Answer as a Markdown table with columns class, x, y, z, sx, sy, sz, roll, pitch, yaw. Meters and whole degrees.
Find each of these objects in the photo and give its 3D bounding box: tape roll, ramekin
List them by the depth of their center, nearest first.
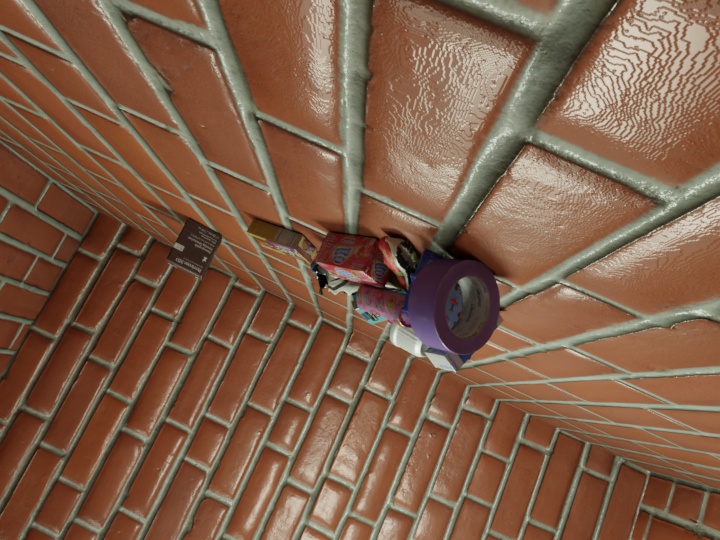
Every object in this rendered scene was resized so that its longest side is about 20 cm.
| class | x | y | z | sx | sy | sz | roll | pitch | yaw |
| --- | --- | --- | --- | --- | --- | --- | --- | --- | --- |
| tape roll | 0.204 | 0.075 | 1.138 | 0.199 | 0.202 | 0.085 | 33 | 164 | -32 |
| ramekin | 0.178 | 0.144 | 1.430 | 0.094 | 0.203 | 0.202 | 36 | 175 | 31 |

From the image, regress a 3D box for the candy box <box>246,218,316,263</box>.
| class | x | y | z | sx | sy | sz | roll | pitch | yaw |
| --- | --- | --- | --- | --- | --- | --- | --- | --- | --- |
| candy box | -0.250 | -0.094 | 1.678 | 0.198 | 0.057 | 0.117 | 21 | 167 | 25 |

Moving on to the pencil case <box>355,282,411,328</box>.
| class | x | y | z | sx | sy | sz | roll | pitch | yaw |
| --- | --- | --- | --- | --- | --- | --- | --- | --- | --- |
| pencil case | 0.070 | 0.084 | 1.344 | 0.087 | 0.088 | 0.199 | 34 | 170 | -35 |

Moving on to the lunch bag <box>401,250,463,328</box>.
| class | x | y | z | sx | sy | sz | roll | pitch | yaw |
| --- | --- | --- | --- | --- | --- | --- | --- | --- | --- |
| lunch bag | 0.175 | 0.059 | 1.240 | 0.094 | 0.152 | 0.200 | 13 | 163 | 42 |

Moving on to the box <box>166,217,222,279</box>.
| class | x | y | z | sx | sy | sz | roll | pitch | yaw |
| --- | --- | --- | --- | --- | --- | --- | --- | --- | --- |
| box | -0.713 | -0.089 | 2.271 | 0.165 | 0.202 | 0.164 | 27 | 167 | -14 |

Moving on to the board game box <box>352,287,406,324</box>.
| class | x | y | z | sx | sy | sz | roll | pitch | yaw |
| --- | --- | --- | --- | --- | --- | --- | --- | --- | --- |
| board game box | 0.096 | 0.090 | 1.530 | 0.198 | 0.047 | 0.151 | -16 | 154 | 13 |

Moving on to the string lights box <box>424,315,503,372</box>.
| class | x | y | z | sx | sy | sz | roll | pitch | yaw |
| --- | --- | --- | --- | --- | --- | --- | --- | --- | --- |
| string lights box | 0.275 | 0.175 | 1.393 | 0.059 | 0.200 | 0.103 | 53 | 159 | -13 |

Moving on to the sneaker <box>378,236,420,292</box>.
| class | x | y | z | sx | sy | sz | roll | pitch | yaw |
| --- | --- | --- | --- | --- | --- | --- | --- | --- | --- |
| sneaker | 0.099 | -0.018 | 1.277 | 0.084 | 0.077 | 0.201 | 25 | 156 | 36 |

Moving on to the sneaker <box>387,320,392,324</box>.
| class | x | y | z | sx | sy | sz | roll | pitch | yaw |
| --- | --- | --- | --- | --- | --- | --- | --- | --- | --- |
| sneaker | 0.083 | 0.081 | 1.689 | 0.201 | 0.088 | 0.081 | 52 | 164 | -11 |

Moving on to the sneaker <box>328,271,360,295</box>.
| class | x | y | z | sx | sy | sz | roll | pitch | yaw |
| --- | --- | --- | --- | --- | --- | --- | --- | --- | --- |
| sneaker | -0.020 | 0.031 | 1.560 | 0.198 | 0.081 | 0.073 | 2 | -167 | -38 |

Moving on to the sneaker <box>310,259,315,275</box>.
| class | x | y | z | sx | sy | sz | roll | pitch | yaw |
| --- | --- | --- | --- | --- | --- | --- | --- | --- | --- |
| sneaker | -0.071 | 0.014 | 1.752 | 0.199 | 0.071 | 0.078 | 26 | 167 | -34 |

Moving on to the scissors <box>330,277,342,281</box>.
| class | x | y | z | sx | sy | sz | roll | pitch | yaw |
| --- | --- | --- | --- | --- | --- | --- | --- | --- | --- |
| scissors | 0.000 | 0.000 | 1.441 | 0.199 | 0.074 | 0.014 | -6 | 141 | 40 |

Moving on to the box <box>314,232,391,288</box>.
| class | x | y | z | sx | sy | sz | roll | pitch | yaw |
| --- | --- | --- | --- | --- | --- | --- | --- | --- | --- |
| box | -0.014 | -0.030 | 1.381 | 0.199 | 0.096 | 0.099 | 12 | 161 | 47 |

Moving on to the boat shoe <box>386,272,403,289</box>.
| class | x | y | z | sx | sy | sz | roll | pitch | yaw |
| --- | --- | --- | --- | --- | --- | --- | --- | --- | --- |
| boat shoe | 0.103 | 0.014 | 1.421 | 0.069 | 0.072 | 0.199 | 1 | 180 | -44 |

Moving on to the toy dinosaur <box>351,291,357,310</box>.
| class | x | y | z | sx | sy | sz | roll | pitch | yaw |
| --- | --- | --- | --- | --- | --- | --- | --- | --- | --- |
| toy dinosaur | 0.022 | 0.109 | 1.789 | 0.134 | 0.200 | 0.103 | 18 | 128 | 18 |

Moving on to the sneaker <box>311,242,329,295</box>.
| class | x | y | z | sx | sy | sz | roll | pitch | yaw |
| --- | --- | --- | --- | --- | --- | --- | --- | --- | --- |
| sneaker | -0.081 | 0.017 | 1.593 | 0.077 | 0.141 | 0.200 | 14 | 163 | 44 |
